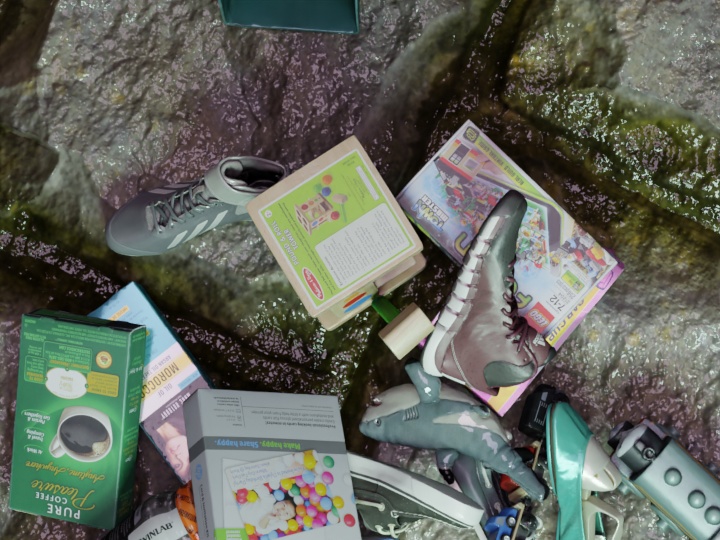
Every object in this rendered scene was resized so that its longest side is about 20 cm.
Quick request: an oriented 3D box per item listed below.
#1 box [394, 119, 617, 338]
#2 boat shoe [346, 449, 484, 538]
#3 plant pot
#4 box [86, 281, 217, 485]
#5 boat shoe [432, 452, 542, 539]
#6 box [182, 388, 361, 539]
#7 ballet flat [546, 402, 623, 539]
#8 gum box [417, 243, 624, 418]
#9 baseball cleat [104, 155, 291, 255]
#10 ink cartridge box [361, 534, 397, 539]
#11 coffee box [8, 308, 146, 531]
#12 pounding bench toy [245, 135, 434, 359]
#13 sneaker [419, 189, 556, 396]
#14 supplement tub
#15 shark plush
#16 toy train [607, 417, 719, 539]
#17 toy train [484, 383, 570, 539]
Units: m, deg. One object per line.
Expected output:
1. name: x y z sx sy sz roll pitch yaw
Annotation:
1. box: 0.139 -0.037 1.650 0.200 0.035 0.110 44 87 7
2. boat shoe: 0.031 0.223 1.652 0.199 0.070 0.064 16 86 38
3. plant pot: -0.065 -0.359 1.698 0.139 0.141 0.203 4 79 2
4. box: -0.197 0.116 1.705 0.082 0.049 0.201 -37 85 -1
5. boat shoe: 0.145 0.252 1.674 0.061 0.073 0.201 -32 80 3
6. box: -0.080 0.213 1.595 0.154 0.041 0.202 6 61 -30
7. ballet flat: 0.220 0.218 1.649 0.070 0.067 0.202 3 112 23
8. gum box: 0.159 0.033 1.693 0.113 0.066 0.200 40 87 5
9. baseball cleat: -0.163 -0.073 1.691 0.198 0.107 0.070 -18 71 -5
10. ink cartridge box: -0.023 0.367 1.662 0.144 0.086 0.203 -8 83 1
11. coffee box: -0.278 0.145 1.674 0.121 0.044 0.203 7 99 16
12. pounding bench toy: 0.000 0.000 1.651 0.123 0.156 0.201 -32 80 0
13. sneaker: 0.142 0.030 1.590 0.115 0.076 0.202 27 118 7
14. supplement tub: -0.202 0.297 1.634 0.200 0.122 0.123 -41 85 13
15. shark plush: 0.097 0.170 1.657 0.199 0.091 0.084 32 80 14
16. toy train: 0.322 0.221 1.649 0.200 0.114 0.085 45 87 4
17. toy train: 0.159 0.198 1.656 0.045 0.034 0.202 27 60 -13
